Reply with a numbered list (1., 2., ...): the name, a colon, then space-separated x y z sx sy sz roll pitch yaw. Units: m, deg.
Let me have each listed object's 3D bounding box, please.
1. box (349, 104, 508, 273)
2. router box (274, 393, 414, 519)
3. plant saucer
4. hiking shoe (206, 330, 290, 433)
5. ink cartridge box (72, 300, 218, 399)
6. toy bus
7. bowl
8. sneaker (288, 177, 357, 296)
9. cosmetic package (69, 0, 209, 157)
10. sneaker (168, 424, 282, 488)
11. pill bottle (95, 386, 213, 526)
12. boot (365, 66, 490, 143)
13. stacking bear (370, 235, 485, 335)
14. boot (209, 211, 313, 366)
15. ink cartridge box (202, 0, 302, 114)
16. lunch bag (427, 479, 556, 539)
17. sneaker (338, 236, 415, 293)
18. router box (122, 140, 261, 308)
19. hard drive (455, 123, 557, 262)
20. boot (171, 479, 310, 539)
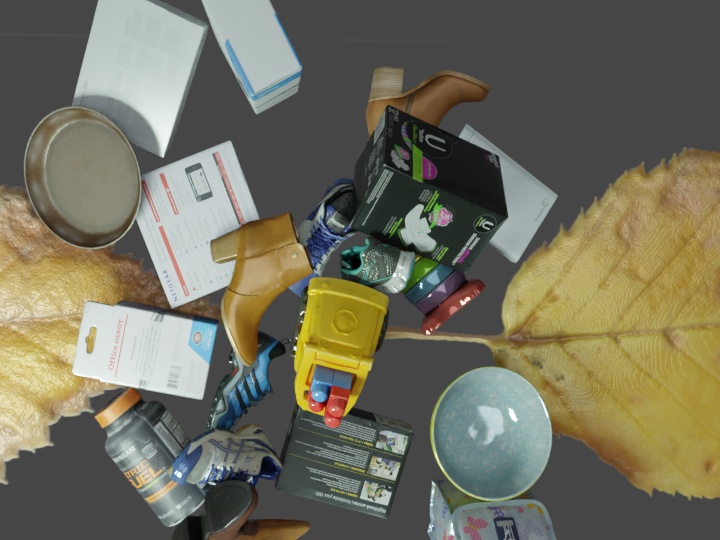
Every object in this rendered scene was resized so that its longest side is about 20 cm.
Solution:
1. box: 0.098 -0.118 1.036 0.195 0.151 0.125 21 133 -15
2. router box: -0.027 0.299 1.146 0.195 0.051 0.153 18 93 -10
3. plant saucer: -0.401 -0.136 1.037 0.194 0.032 0.206 4 106 14
4. hiking shoe: -0.180 0.192 1.103 0.085 0.074 0.205 21 91 -9
5. ink cartridge box: -0.323 0.116 1.079 0.194 0.067 0.119 13 92 -10
6. toy bus: -0.041 0.143 1.030 0.132 0.202 0.196 12 50 -6
7. bowl: 0.198 0.260 1.143 0.194 0.108 0.207 1 80 -8
8. sneaker: -0.058 -0.058 1.085 0.080 0.115 0.202 33 89 -9
9. cosmetic package: -0.321 -0.290 1.027 0.147 0.052 0.204 21 112 -11
10. sneaker: -0.190 0.286 1.046 0.088 0.198 0.076 44 113 25
11. pill bottle: -0.313 0.275 1.073 0.105 0.106 0.202 -37 98 -5
12. boot: 0.105 -0.232 1.116 0.194 0.077 0.160 3 92 -7
13. stacking bear: 0.088 -0.019 1.116 0.121 0.114 0.202 -38 88 4
14. boot: -0.134 0.026 1.042 0.140 0.071 0.207 -14 89 7
15. ink cartridge box: -0.152 -0.318 1.009 0.082 0.200 0.148 -29 98 -3
16. lunch bag: 0.208 0.414 1.112 0.164 0.200 0.131 2 103 -7
17. sneaker: 0.000 0.000 1.064 0.090 0.199 0.079 29 58 -18
18. router box: -0.243 -0.071 1.088 0.175 0.049 0.205 -21 97 -7
19. hard drive: 0.214 -0.126 1.168 0.198 0.027 0.134 35 88 -10
20. boot: -0.152 0.384 1.056 0.197 0.069 0.189 23 119 -38
